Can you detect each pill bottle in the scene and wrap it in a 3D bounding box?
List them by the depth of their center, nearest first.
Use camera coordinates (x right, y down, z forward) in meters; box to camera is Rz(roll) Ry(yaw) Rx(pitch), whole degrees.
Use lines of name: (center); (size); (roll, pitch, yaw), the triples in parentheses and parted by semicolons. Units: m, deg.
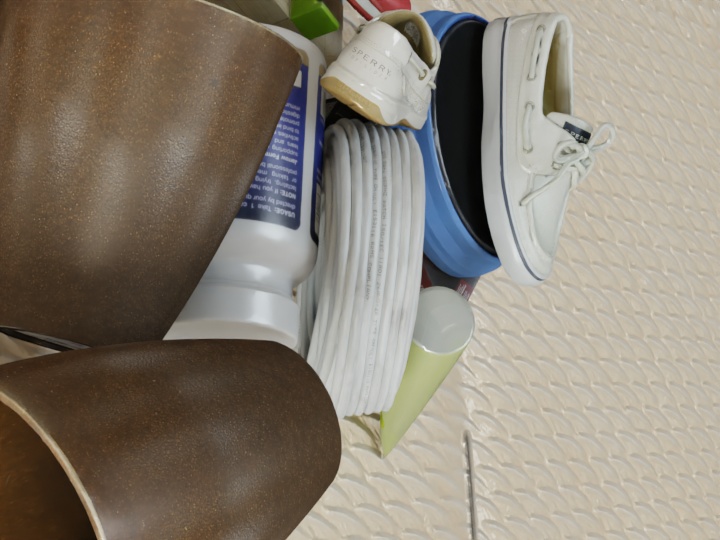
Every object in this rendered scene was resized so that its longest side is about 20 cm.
pill bottle: (-0.082, -0.050, 1.526); (0.116, 0.115, 0.202); (30, 58, -54)

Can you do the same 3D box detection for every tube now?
tube: (0.037, 0.071, 1.691); (0.058, 0.200, 0.052); (-39, 80, -21)

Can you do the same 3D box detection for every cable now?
cable: (0.000, 0.000, 1.579); (0.200, 0.069, 0.202); (-126, -138, -80)

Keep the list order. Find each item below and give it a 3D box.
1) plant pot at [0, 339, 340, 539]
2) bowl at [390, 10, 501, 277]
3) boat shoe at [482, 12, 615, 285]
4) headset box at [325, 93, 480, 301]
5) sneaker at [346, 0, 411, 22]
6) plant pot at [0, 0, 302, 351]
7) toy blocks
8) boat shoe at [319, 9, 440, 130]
plant pot: (-0.113, 0.114, 1.288); (0.199, 0.186, 0.188); (-23, 104, -38)
bowl: (0.081, -0.096, 1.747); (0.200, 0.039, 0.202); (26, 60, -56)
boat shoe: (0.142, -0.093, 1.710); (0.074, 0.086, 0.204); (26, 60, -56)
headset box: (0.033, -0.055, 1.769); (0.201, 0.077, 0.149); (64, 34, -26)
sneaker: (0.009, -0.273, 1.615); (0.201, 0.115, 0.078); (59, 14, -14)
plant pot: (-0.147, -0.051, 1.380); (0.187, 0.186, 0.202); (25, 77, -56)
toy blocks: (-0.069, -0.217, 1.631); (0.200, 0.099, 0.137); (49, 32, -44)
boat shoe: (0.025, -0.139, 1.565); (0.070, 0.071, 0.200); (-58, 179, 9)
